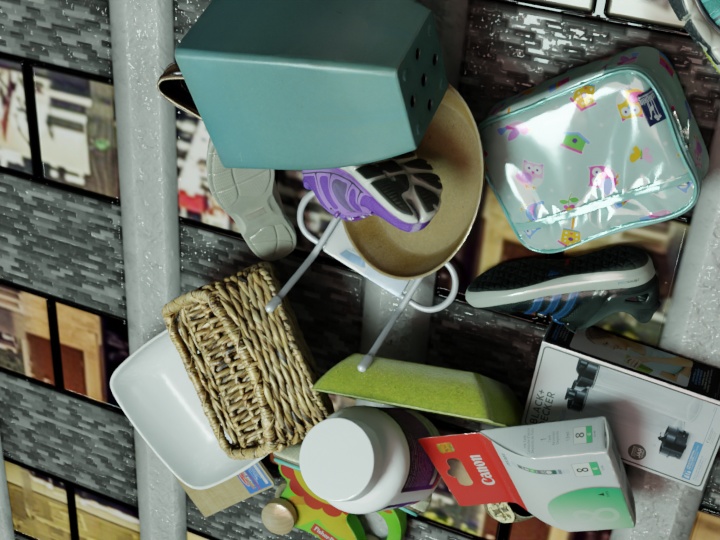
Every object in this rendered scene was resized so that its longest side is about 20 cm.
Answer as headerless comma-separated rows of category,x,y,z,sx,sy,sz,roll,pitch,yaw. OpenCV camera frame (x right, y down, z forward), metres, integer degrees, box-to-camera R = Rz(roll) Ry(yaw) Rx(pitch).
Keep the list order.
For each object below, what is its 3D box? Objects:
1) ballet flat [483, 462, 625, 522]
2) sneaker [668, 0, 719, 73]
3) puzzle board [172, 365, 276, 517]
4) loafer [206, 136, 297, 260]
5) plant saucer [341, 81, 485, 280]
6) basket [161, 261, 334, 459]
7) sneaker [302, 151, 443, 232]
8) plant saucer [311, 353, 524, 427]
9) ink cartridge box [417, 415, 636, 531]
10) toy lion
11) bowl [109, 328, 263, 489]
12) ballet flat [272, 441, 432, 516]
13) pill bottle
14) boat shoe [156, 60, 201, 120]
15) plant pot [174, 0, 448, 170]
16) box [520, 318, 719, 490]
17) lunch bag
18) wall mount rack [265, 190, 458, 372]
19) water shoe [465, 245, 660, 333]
ballet flat,0.216,0.246,1.190,0.199,0.046,0.068,-32,102,35
sneaker,0.318,-0.216,0.881,0.080,0.078,0.200,-38,101,17
puzzle board,-0.218,0.231,1.411,0.150,0.017,0.201,-30,98,35
loafer,-0.121,-0.093,1.115,0.071,0.063,0.201,-19,139,0
plant saucer,0.054,-0.091,1.016,0.199,0.035,0.202,1,91,47
basket,-0.130,0.107,1.161,0.148,0.143,0.201,-22,93,-1
sneaker,0.008,-0.078,1.002,0.200,0.080,0.084,37,131,50
plant saucer,0.076,0.131,1.137,0.199,0.200,0.048,8,82,22
ink cartridge box,0.177,0.223,1.100,0.199,0.050,0.161,-11,137,18
toy lion,-0.024,0.282,1.327,0.199,0.069,0.192,36,119,4
bowl,-0.191,0.156,1.311,0.199,0.075,0.200,-34,96,26
ballet flat,-0.006,0.234,1.257,0.199,0.067,0.063,20,82,6
pill bottle,0.012,0.201,1.118,0.111,0.200,0.112,-4,80,21
boat shoe,-0.126,-0.169,1.112,0.199,0.072,0.073,19,123,16
plant pot,-0.032,-0.179,0.947,0.199,0.142,0.142,10,143,25
box,0.278,0.137,1.091,0.199,0.060,0.117,20,124,16
lunch bag,0.217,-0.106,0.974,0.199,0.077,0.161,-17,107,34
wall mount rack,0.000,0.000,1.107,0.199,0.075,0.174,32,92,7
water shoe,0.203,0.032,1.063,0.199,0.072,0.079,-8,115,30
